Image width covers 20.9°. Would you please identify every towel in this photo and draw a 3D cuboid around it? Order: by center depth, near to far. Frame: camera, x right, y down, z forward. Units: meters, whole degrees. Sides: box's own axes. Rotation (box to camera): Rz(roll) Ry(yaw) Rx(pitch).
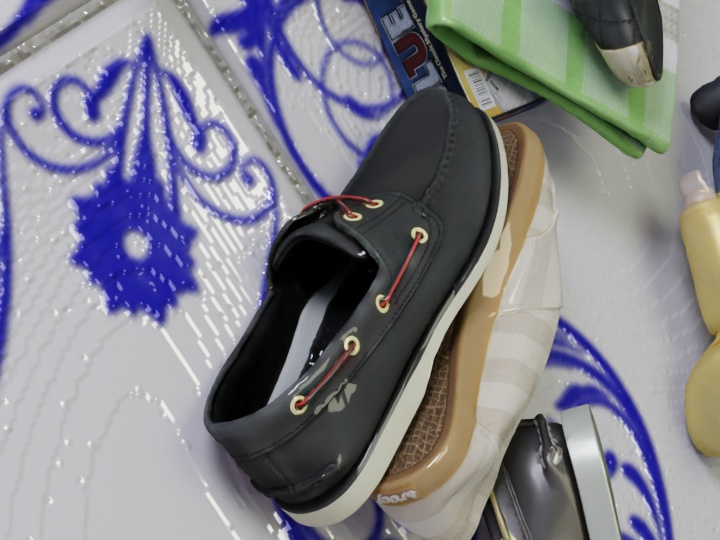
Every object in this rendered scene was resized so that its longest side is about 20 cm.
[{"bbox_3d":[0.091,-0.165,0.901,0.148,0.031,0.202,25,60,-31],"label":"towel"}]

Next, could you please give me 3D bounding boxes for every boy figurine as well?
[{"bbox_3d":[0.199,0.003,0.952,0.124,0.064,0.202,26,58,-33],"label":"boy figurine"}]

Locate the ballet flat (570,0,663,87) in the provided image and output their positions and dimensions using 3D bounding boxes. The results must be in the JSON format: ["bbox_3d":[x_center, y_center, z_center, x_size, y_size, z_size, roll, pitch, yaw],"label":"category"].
[{"bbox_3d":[0.080,-0.169,0.851,0.201,0.056,0.067,62,20,-11],"label":"ballet flat"}]

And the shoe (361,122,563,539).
[{"bbox_3d":[0.044,0.023,0.798,0.053,0.070,0.201,47,45,-32],"label":"shoe"}]

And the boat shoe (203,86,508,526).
[{"bbox_3d":[0.002,0.000,0.764,0.063,0.073,0.202,46,52,-29],"label":"boat shoe"}]

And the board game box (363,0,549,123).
[{"bbox_3d":[0.043,-0.168,0.897,0.135,0.034,0.201,-23,89,-45],"label":"board game box"}]

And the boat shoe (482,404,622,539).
[{"bbox_3d":[0.086,0.159,0.790,0.072,0.060,0.203,38,41,-80],"label":"boat shoe"}]
